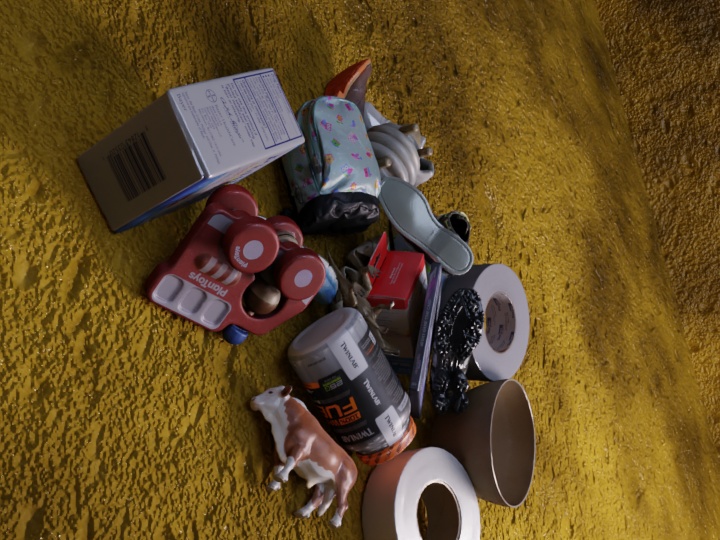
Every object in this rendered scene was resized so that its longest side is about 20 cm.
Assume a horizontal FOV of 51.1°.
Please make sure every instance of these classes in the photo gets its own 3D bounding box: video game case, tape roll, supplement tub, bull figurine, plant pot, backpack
[{"bbox_3d":[0.101,0.109,1.156,0.144,0.019,0.204,79,23,-64],"label":"video game case"},{"bbox_3d":[0.093,0.373,1.130,0.200,0.070,0.207,20,61,-41],"label":"tape roll"},{"bbox_3d":[-0.007,0.166,1.070,0.202,0.121,0.123,59,36,-13],"label":"supplement tub"},{"bbox_3d":[0.218,0.091,1.315,0.198,0.065,0.205,4,84,-47],"label":"tape roll"},{"bbox_3d":[-0.075,0.244,0.991,0.200,0.064,0.123,46,45,-27],"label":"bull figurine"},{"bbox_3d":[0.197,0.287,1.265,0.199,0.132,0.205,17,70,-55],"label":"plant pot"},{"bbox_3d":[-0.048,-0.165,1.178,0.165,0.125,0.204,1,69,-50],"label":"backpack"}]

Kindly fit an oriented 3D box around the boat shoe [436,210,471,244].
[{"bbox_3d":[0.168,-0.069,1.345,0.073,0.060,0.202,54,24,-5],"label":"boat shoe"}]

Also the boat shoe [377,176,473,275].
[{"bbox_3d":[0.097,-0.066,1.222,0.075,0.060,0.201,-40,89,-13],"label":"boat shoe"}]

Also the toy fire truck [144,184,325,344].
[{"bbox_3d":[-0.148,0.006,0.942,0.199,0.169,0.112,33,11,-39],"label":"toy fire truck"}]

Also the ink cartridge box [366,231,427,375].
[{"bbox_3d":[0.063,0.053,1.202,0.117,0.066,0.203,-63,151,-47],"label":"ink cartridge box"}]

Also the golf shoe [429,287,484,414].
[{"bbox_3d":[0.143,0.123,1.199,0.095,0.076,0.204,-118,-141,-82],"label":"golf shoe"}]

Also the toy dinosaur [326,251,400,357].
[{"bbox_3d":[-0.007,0.040,1.099,0.058,0.101,0.202,-22,70,-32],"label":"toy dinosaur"}]

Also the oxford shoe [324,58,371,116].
[{"bbox_3d":[-0.022,-0.303,1.337,0.073,0.070,0.202,52,49,-27],"label":"oxford shoe"}]

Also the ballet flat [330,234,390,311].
[{"bbox_3d":[0.000,0.000,1.216,0.062,0.067,0.202,39,44,-22],"label":"ballet flat"}]

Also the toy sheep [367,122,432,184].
[{"bbox_3d":[0.041,-0.183,1.302,0.200,0.137,0.139,-48,113,-29],"label":"toy sheep"}]

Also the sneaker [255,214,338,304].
[{"bbox_3d":[-0.115,0.004,1.068,0.199,0.078,0.091,34,66,-35],"label":"sneaker"}]

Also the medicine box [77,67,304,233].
[{"bbox_3d":[-0.199,-0.147,0.911,0.199,0.180,0.104,-34,100,-54],"label":"medicine box"}]

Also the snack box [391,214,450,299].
[{"bbox_3d":[0.136,-0.004,1.378,0.168,0.067,0.203,31,43,-43],"label":"snack box"}]

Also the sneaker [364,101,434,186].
[{"bbox_3d":[0.071,-0.242,1.401,0.200,0.098,0.079,48,40,-28],"label":"sneaker"}]
